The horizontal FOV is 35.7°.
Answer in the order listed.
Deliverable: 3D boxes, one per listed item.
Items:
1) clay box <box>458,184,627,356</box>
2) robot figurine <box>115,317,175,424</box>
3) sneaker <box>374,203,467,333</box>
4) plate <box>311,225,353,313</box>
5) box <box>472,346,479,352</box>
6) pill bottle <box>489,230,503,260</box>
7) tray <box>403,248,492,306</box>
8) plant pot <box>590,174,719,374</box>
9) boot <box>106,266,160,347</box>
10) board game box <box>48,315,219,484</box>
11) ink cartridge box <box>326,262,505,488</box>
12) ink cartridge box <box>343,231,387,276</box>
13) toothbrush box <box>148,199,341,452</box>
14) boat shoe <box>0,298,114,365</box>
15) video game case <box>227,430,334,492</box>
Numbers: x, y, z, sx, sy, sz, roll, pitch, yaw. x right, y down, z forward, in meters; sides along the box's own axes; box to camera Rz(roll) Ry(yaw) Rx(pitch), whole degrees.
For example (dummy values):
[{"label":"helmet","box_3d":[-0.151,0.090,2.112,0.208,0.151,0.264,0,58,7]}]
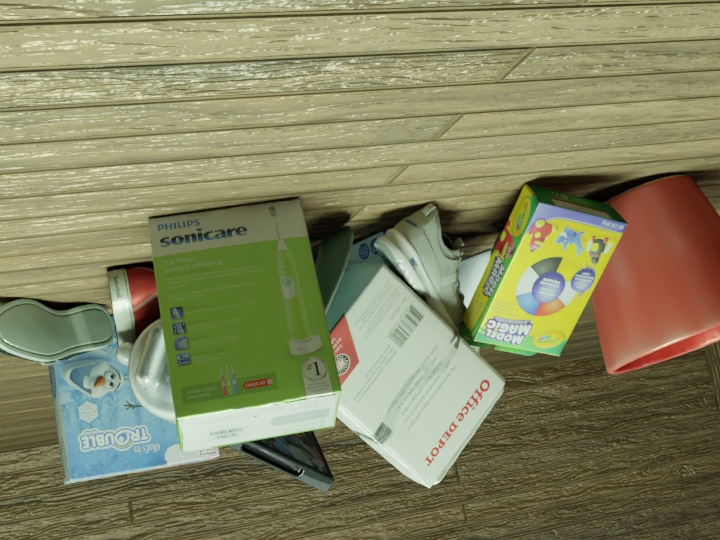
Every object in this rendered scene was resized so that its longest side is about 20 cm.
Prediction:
[{"label":"clay box","box_3d":[0.191,0.014,1.204,0.114,0.048,0.201,10,117,-23]},{"label":"robot figurine","box_3d":[-0.184,0.114,1.225,0.168,0.114,0.200,19,168,10]},{"label":"sneaker","box_3d":[0.090,0.004,1.218,0.082,0.075,0.200,-44,145,-5]},{"label":"plate","box_3d":[-0.066,0.038,1.162,0.025,0.202,0.200,29,158,-12]},{"label":"box","box_3d":[0.061,0.080,1.486,0.094,0.079,0.199,-3,-163,-35]},{"label":"pill bottle","box_3d":[0.215,-0.003,1.346,0.111,0.113,0.200,-13,169,13]},{"label":"tray","box_3d":[0.079,0.038,1.330,0.199,0.022,0.108,-20,134,-43]},{"label":"plant pot","box_3d":[0.344,0.001,1.272,0.198,0.179,0.201,-19,167,-5]},{"label":"boot","box_3d":[-0.210,0.039,1.268,0.143,0.073,0.200,-10,166,-14]},{"label":"board game box","box_3d":[-0.293,0.157,1.436,0.198,0.201,0.043,-5,168,-31]},{"label":"ink cartridge box","box_3d":[0.035,0.111,1.195,0.147,0.200,0.083,-51,-161,-14]},{"label":"ink cartridge box","box_3d":[0.000,0.000,1.332,0.093,0.045,0.199,-3,167,-42]},{"label":"toothbrush box","box_3d":[-0.108,0.048,1.018,0.144,0.202,0.086,-9,153,-11]},{"label":"boat shoe","box_3d":[-0.366,0.077,1.285,0.060,0.076,0.200,-22,165,23]},{"label":"video game case","box_3d":[-0.131,0.183,1.408,0.180,0.026,0.200,32,-169,-28]}]
